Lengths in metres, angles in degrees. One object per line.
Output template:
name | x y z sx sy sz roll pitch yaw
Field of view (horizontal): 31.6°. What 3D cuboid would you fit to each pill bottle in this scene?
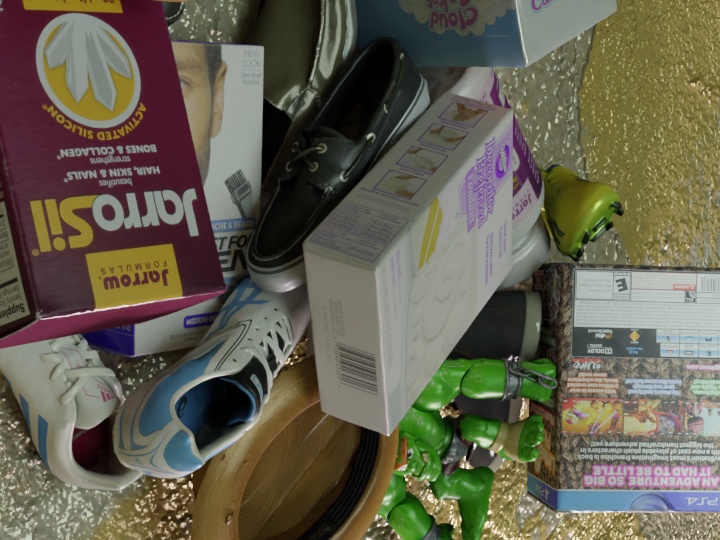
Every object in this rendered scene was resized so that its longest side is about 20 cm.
pill bottle | 0.082 -0.080 1.017 0.113 0.112 0.201 -53 132 -25

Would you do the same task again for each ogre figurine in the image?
ogre figurine | 0.065 0.146 1.035 0.119 0.201 0.099 22 39 -13

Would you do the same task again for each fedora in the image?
fedora | -0.059 0.140 0.928 0.200 0.082 0.202 -22 123 -38

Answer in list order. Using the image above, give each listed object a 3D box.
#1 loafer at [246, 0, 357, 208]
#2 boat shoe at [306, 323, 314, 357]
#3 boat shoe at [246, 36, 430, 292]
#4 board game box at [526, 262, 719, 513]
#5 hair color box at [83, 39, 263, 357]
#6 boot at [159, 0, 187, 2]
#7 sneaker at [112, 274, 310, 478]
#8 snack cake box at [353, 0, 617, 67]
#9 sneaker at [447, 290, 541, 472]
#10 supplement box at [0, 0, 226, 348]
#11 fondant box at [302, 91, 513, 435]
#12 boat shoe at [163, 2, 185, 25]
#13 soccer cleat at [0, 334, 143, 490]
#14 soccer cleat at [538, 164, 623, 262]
loafer | -0.052 -0.135 0.897 0.069 0.075 0.202 -5 101 -49
boat shoe | 0.000 0.000 0.972 0.072 0.070 0.202 -27 120 -52
boat shoe | -0.021 -0.076 0.860 0.201 0.068 0.057 -57 138 -26
board game box | 0.229 0.096 1.066 0.158 0.097 0.202 2 90 -7
hair color box | -0.124 -0.051 0.847 0.109 0.064 0.202 -7 101 -46
boot | -0.154 -0.244 0.704 0.200 0.071 0.145 25 53 -10
sneaker | -0.076 0.064 0.814 0.200 0.072 0.072 -48 134 -45
snack cake box | 0.069 -0.198 0.922 0.115 0.199 0.068 -33 119 -38
sneaker | 0.087 0.090 1.097 0.075 0.105 0.201 -80 178 -51
supplement box | -0.174 -0.066 0.723 0.130 0.103 0.202 -10 84 -45
fondant box | 0.040 -0.009 0.873 0.200 0.058 0.145 -50 147 -42
boat shoe | -0.135 -0.251 0.797 0.071 0.066 0.203 -18 110 -43
soccer cleat | -0.187 0.051 0.782 0.070 0.086 0.201 -41 124 -33
soccer cleat | 0.174 -0.057 1.091 0.065 0.084 0.200 -44 177 4
